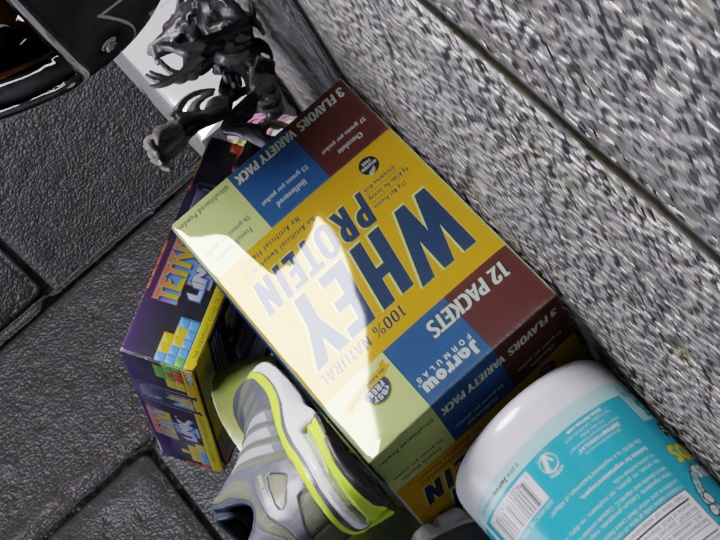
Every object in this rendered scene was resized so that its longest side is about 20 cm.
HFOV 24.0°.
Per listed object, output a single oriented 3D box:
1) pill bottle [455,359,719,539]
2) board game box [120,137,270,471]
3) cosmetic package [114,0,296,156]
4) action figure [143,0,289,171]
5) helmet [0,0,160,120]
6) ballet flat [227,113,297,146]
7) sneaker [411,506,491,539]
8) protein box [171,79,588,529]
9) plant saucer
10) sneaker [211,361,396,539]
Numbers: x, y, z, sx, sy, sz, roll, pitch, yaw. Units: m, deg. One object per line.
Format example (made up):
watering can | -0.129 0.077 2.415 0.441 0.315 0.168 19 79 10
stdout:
pill bottle | 0.150 0.151 0.889 0.200 0.111 0.111 48 177 23
board game box | -0.101 0.029 1.191 0.056 0.166 0.200 17 156 10
cosmetic package | -0.138 -0.165 1.357 0.200 0.081 0.113 48 175 28
action figure | -0.093 -0.114 1.085 0.201 0.101 0.119 57 163 30
helmet | -0.195 -0.188 0.934 0.200 0.190 0.201 40 -142 -40
ballet flat | -0.015 -0.056 1.197 0.200 0.069 0.071 44 158 15
sneaker | 0.108 0.178 0.964 0.091 0.198 0.078 -121 25 -48
protein box | 0.025 0.036 1.006 0.200 0.135 0.199 47 176 31
plant saucer | -0.009 0.119 1.115 0.199 0.031 0.200 36 -164 -12
sneaker | -0.049 0.110 0.931 0.074 0.081 0.200 51 175 -15
